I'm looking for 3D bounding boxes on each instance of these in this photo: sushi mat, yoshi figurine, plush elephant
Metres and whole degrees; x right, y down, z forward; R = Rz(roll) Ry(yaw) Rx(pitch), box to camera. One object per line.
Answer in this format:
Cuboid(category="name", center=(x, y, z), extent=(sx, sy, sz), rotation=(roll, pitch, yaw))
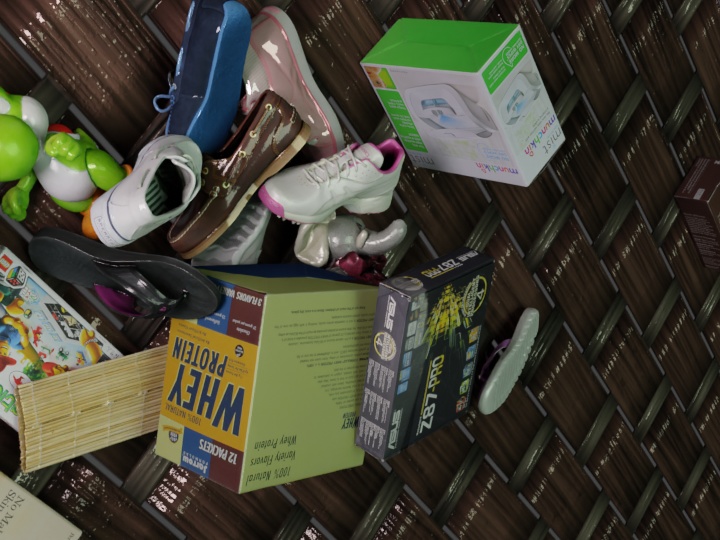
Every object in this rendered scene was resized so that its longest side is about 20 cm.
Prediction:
Cuboid(category="sushi mat", center=(-0.265, 0.139, 1.191), extent=(0.199, 0.012, 0.097), rotation=(-14, 111, -44))
Cuboid(category="yoshi figurine", center=(-0.298, -0.095, 1.086), extent=(0.200, 0.112, 0.113), rotation=(38, 80, -40))
Cuboid(category="plush elephant", center=(0.000, 0.000, 1.369), extent=(0.164, 0.198, 0.157), rotation=(10, 81, -68))

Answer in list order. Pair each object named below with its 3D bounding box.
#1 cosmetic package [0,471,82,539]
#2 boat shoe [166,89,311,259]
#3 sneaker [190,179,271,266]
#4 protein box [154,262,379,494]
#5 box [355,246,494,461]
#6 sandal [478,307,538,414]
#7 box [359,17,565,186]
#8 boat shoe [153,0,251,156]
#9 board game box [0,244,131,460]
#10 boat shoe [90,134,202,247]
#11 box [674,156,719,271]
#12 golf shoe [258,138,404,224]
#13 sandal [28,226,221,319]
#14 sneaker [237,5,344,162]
Cuboid(category="cosmetic package", center=(-0.378, 0.240, 1.111), extent=(0.106, 0.071, 0.200), rotation=(-57, 133, -19))
Cuboid(category="boat shoe", center=(-0.143, -0.105, 1.225), extent=(0.200, 0.070, 0.070), rotation=(-49, 123, 0))
Cuboid(category="sneaker", center=(-0.150, -0.012, 1.293), extent=(0.202, 0.074, 0.082), rotation=(-66, 160, -10))
Cuboid(category="protein box", center=(-0.093, 0.105, 1.221), extent=(0.197, 0.134, 0.202), rotation=(-2, 103, -50))
Cuboid(category="box", center=(0.071, 0.088, 1.250), extent=(0.160, 0.049, 0.202), rotation=(-19, 126, -46))
Cuboid(category="sandal", center=(0.208, 0.133, 1.690), extent=(0.203, 0.049, 0.083), rotation=(-51, 147, -40))
Cuboid(category="box", center=(0.127, -0.210, 1.411), extent=(0.097, 0.199, 0.177), rotation=(-49, 130, -23))
Cuboid(category="boat shoe", center=(-0.167, -0.196, 1.210), extent=(0.084, 0.068, 0.202), rotation=(-16, 134, -56))
Cuboid(category="board game box", center=(-0.333, 0.083, 1.142), extent=(0.127, 0.034, 0.200), rotation=(-55, 132, -19))
Cuboid(category="boat shoe", center=(-0.183, -0.080, 1.101), extent=(0.074, 0.066, 0.201), rotation=(63, 25, -22))
Cuboid(category="box", center=(0.636, -0.096, 2.038), extent=(0.100, 0.075, 0.201), rotation=(-53, 133, -21))
Cuboid(category="golf shoe", center=(-0.029, -0.107, 1.281), extent=(0.199, 0.075, 0.092), rotation=(-14, 146, -46))
Cuboid(category="sandal", center=(-0.235, 0.016, 1.123), extent=(0.076, 0.198, 0.048), rotation=(98, 9, -47))
Cuboid(category="sneaker", center=(-0.096, -0.183, 1.287), extent=(0.105, 0.075, 0.202), rotation=(-41, 123, -27))
